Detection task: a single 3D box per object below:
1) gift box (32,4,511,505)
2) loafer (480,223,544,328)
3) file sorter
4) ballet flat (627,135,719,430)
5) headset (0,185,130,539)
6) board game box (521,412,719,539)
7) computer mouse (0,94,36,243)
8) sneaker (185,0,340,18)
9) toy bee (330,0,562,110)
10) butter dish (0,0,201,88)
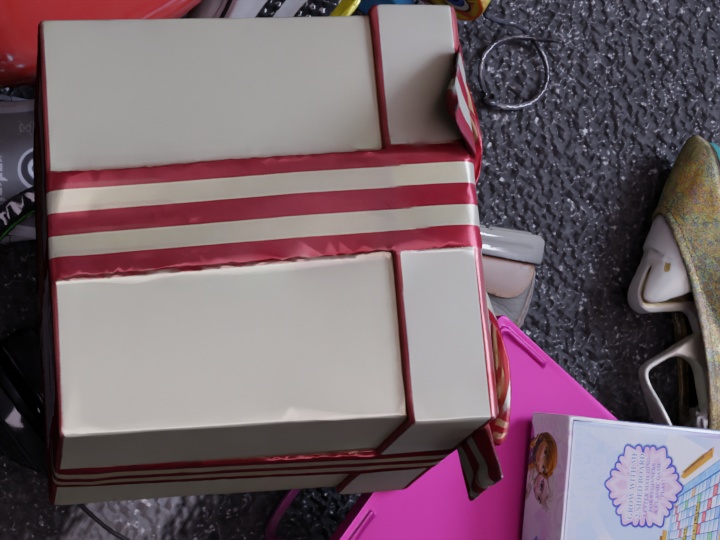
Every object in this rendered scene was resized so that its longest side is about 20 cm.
[{"bbox_3d":[-0.033,0.004,0.734,0.184,0.200,0.187,-2,80,-13],"label":"gift box"},{"bbox_3d":[0.000,0.000,0.918,0.198,0.072,0.064,7,92,-23],"label":"loafer"},{"bbox_3d":[0.074,0.140,0.907,0.200,0.125,0.139,42,75,-15],"label":"file sorter"},{"bbox_3d":[0.176,0.032,0.987,0.070,0.071,0.202,-11,92,-21],"label":"ballet flat"},{"bbox_3d":[-0.121,0.058,0.853,0.122,0.094,0.203,-7,90,-13],"label":"headset"},{"bbox_3d":[0.164,0.173,0.851,0.197,0.041,0.203,8,86,-21],"label":"board game box"},{"bbox_3d":[-0.185,-0.045,0.861,0.198,0.044,0.111,2,90,-19],"label":"computer mouse"},{"bbox_3d":[-0.040,-0.140,0.857,0.073,0.080,0.201,25,104,-29],"label":"sneaker"},{"bbox_3d":[0.036,-0.168,0.916,0.198,0.109,0.132,15,82,-19],"label":"toy bee"},{"bbox_3d":[-0.136,-0.135,0.810,0.199,0.199,0.149,-32,115,-28],"label":"butter dish"}]
